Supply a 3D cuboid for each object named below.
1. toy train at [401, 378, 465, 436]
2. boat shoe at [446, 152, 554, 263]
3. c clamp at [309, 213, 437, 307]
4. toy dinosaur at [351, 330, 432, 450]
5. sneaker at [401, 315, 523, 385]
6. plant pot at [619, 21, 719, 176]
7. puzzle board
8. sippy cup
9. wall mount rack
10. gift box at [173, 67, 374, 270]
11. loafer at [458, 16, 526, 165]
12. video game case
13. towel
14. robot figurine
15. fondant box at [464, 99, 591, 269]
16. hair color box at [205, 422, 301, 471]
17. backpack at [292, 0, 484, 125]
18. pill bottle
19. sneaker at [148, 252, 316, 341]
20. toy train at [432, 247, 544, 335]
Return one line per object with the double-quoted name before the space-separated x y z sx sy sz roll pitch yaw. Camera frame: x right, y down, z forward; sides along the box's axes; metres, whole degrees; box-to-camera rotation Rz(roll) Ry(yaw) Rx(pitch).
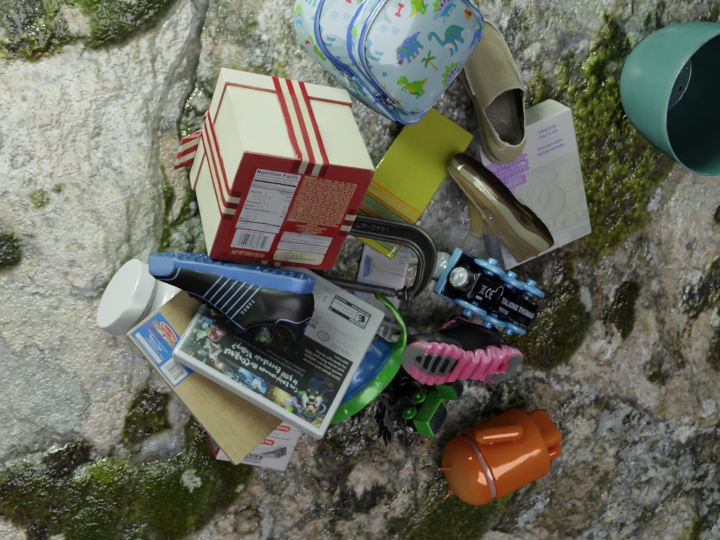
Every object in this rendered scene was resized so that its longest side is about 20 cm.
"toy train" 0.124 0.157 1.461 0.200 0.056 0.042 -54 132 -36
"boat shoe" 0.174 -0.073 1.367 0.076 0.072 0.200 -38 119 21
"c clamp" 0.000 0.000 1.334 0.199 0.027 0.171 5 118 9
"toy dinosaur" 0.058 0.178 1.494 0.136 0.102 0.200 -24 103 -29
"sneaker" 0.128 0.103 1.420 0.200 0.095 0.079 8 133 -35
"plant pot" 0.455 -0.251 1.410 0.200 0.161 0.201 -9 116 -19
"puzzle board" -0.161 0.109 1.226 0.151 0.017 0.200 -41 93 -31
"sippy cup" -0.037 0.104 1.318 0.130 0.140 0.178 49 59 -13
"wall mount rack" -0.005 0.015 1.391 0.173 0.075 0.200 14 108 6
"gift box" -0.111 -0.116 1.220 0.184 0.187 0.200 10 130 -27
"loafer" 0.177 -0.237 1.322 0.076 0.068 0.200 -20 95 -15
"video game case" -0.094 0.077 1.226 0.200 0.023 0.182 30 61 -2
"towel" 0.060 -0.118 1.343 0.086 0.018 0.200 34 84 -3
"robot figurine" 0.211 0.286 1.576 0.200 0.144 0.117 -24 87 -12
"fondant box" 0.235 -0.119 1.437 0.144 0.058 0.200 -23 119 -11
"hair color box" -0.124 0.169 1.410 0.111 0.064 0.200 17 103 -29
"backpack" 0.036 -0.294 1.221 0.200 0.147 0.183 36 93 -28
"pill bottle" -0.222 0.073 1.293 0.200 0.116 0.116 31 98 -31
"sneaker" -0.152 0.029 1.180 0.200 0.070 0.078 11 99 6
"toy train" 0.169 0.027 1.419 0.200 0.114 0.087 24 93 -47
